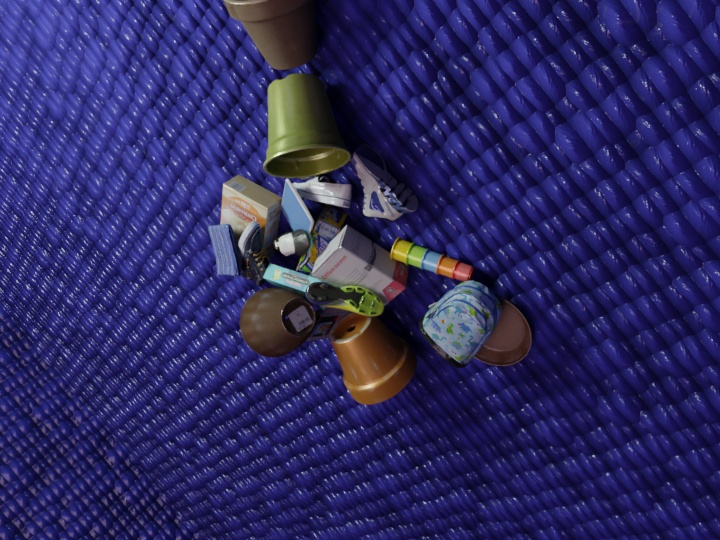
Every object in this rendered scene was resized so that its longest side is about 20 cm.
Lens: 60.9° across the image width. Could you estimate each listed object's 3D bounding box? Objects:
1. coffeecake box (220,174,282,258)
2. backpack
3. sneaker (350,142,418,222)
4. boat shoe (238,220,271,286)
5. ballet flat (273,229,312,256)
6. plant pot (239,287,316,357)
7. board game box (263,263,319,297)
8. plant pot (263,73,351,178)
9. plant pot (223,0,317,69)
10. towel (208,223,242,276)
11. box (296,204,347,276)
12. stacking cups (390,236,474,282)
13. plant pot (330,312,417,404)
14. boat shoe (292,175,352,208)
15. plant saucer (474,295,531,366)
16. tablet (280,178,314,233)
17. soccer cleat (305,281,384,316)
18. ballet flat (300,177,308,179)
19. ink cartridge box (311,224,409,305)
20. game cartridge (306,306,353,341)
[{"bbox_3d":[-0.307,-0.138,1.699,0.153,0.073,0.201,28,131,16],"label":"coffeecake box"},{"bbox_3d":[0.235,0.118,1.407,0.163,0.153,0.200,46,121,10],"label":"backpack"},{"bbox_3d":[0.030,-0.186,1.430,0.200,0.081,0.115,48,131,-3],"label":"sneaker"},{"bbox_3d":[-0.277,-0.044,1.649,0.090,0.071,0.201,33,139,8],"label":"boat shoe"},{"bbox_3d":[-0.183,-0.067,1.585,0.200,0.068,0.069,180,79,-69],"label":"ballet flat"},{"bbox_3d":[-0.191,0.127,1.570,0.188,0.187,0.200,57,153,-9],"label":"plant pot"},{"bbox_3d":[-0.144,0.051,1.668,0.198,0.047,0.151,16,166,25],"label":"board game box"},{"bbox_3d":[-0.133,-0.327,1.371,0.199,0.199,0.186,-16,81,40],"label":"plant pot"},{"bbox_3d":[-0.169,-0.529,1.292,0.199,0.201,0.175,13,141,28],"label":"plant pot"},{"bbox_3d":[-0.380,-0.055,1.698,0.199,0.024,0.146,3,106,61],"label":"towel"},{"bbox_3d":[-0.103,-0.071,1.594,0.064,0.070,0.201,27,132,-3],"label":"box"},{"bbox_3d":[0.171,-0.018,1.457,0.199,0.061,0.061,23,129,18],"label":"stacking cups"},{"bbox_3d":[0.019,0.209,1.586,0.199,0.201,0.184,-11,122,39],"label":"plant pot"},{"bbox_3d":[-0.098,-0.203,1.525,0.199,0.073,0.066,17,96,32],"label":"boat shoe"},{"bbox_3d":[0.317,0.136,1.467,0.199,0.037,0.202,18,127,26],"label":"plant saucer"},{"bbox_3d":[-0.162,-0.142,1.561,0.131,0.014,0.200,58,162,8],"label":"tablet"},{"bbox_3d":[-0.038,0.069,1.517,0.198,0.065,0.084,13,171,0],"label":"soccer cleat"},{"bbox_3d":[-0.152,-0.322,1.487,0.070,0.071,0.202,-3,116,36],"label":"ballet flat"},{"bbox_3d":[0.000,0.000,1.523,0.199,0.085,0.146,31,136,-18],"label":"ink cartridge box"},{"bbox_3d":[-0.070,0.135,1.655,0.039,0.129,0.200,68,151,24],"label":"game cartridge"}]
